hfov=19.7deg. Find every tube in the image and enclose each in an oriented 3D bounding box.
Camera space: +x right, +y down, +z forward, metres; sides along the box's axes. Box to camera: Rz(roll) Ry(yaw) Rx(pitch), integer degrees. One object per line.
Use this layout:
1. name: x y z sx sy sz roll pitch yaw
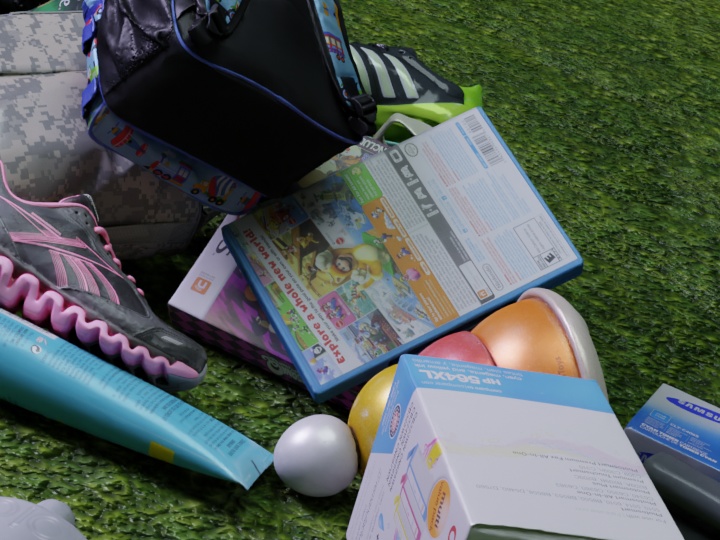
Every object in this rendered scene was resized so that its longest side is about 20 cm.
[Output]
1. tube: -0.147 0.079 1.230 0.199 0.051 0.077 23 17 6

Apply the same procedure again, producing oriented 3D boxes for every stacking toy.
1. stacking toy: 0.042 0.094 1.257 0.198 0.147 0.146 -8 30 -15

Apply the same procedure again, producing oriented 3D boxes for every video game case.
1. video game case: 0.000 0.000 1.390 0.199 0.036 0.182 25 64 16
2. video game case: 0.027 -0.013 1.365 0.199 0.018 0.144 -25 62 -12

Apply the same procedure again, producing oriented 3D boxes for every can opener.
1. can opener: 0.248 0.179 1.270 0.199 0.053 0.066 33 28 32

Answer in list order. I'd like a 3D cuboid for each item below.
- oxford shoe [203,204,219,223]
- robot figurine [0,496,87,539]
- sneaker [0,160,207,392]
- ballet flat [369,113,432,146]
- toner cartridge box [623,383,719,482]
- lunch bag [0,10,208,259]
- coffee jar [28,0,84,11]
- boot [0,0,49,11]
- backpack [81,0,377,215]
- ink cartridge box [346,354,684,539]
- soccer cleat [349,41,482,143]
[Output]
1. oxford shoe: -0.112 -0.099 1.543 0.075 0.058 0.201 35 65 -13
2. robot figurine: -0.178 0.173 0.908 0.170 0.113 0.200 48 26 -1
3. sneaker: -0.173 0.000 1.274 0.199 0.079 0.096 31 66 -6
4. ballet flat: 0.003 -0.087 1.493 0.198 0.071 0.067 15 24 0
5. toner cartridge box: 0.271 0.147 1.369 0.199 0.043 0.095 24 23 16
6. lunch bag: -0.219 -0.074 1.399 0.199 0.140 0.168 -6 46 -37
7. coffee jar: -0.195 -0.180 1.588 0.199 0.086 0.104 -18 9 30
8. boot: -0.360 -0.271 1.832 0.161 0.074 0.198 25 24 9
9. backpack: -0.095 -0.165 1.372 0.182 0.134 0.201 26 42 -39
10. ink cartridge box: 0.081 0.154 1.112 0.124 0.130 0.200 10 24 -15
11. soccer cleat: -0.002 -0.140 1.537 0.199 0.068 0.081 22 49 -9
